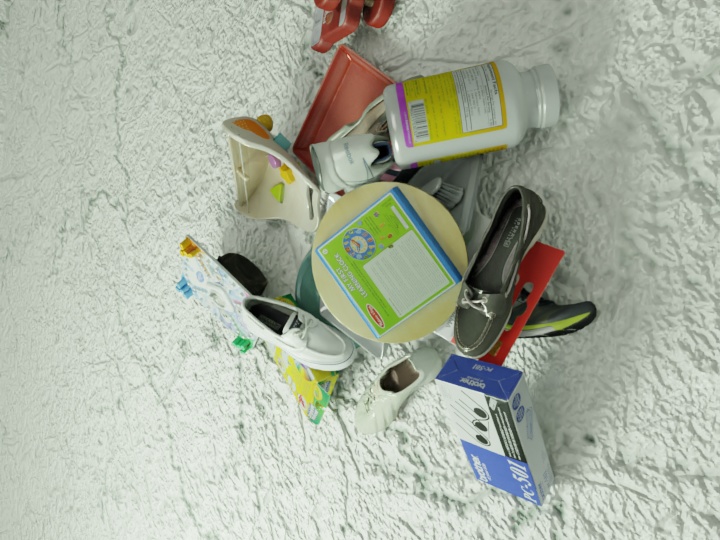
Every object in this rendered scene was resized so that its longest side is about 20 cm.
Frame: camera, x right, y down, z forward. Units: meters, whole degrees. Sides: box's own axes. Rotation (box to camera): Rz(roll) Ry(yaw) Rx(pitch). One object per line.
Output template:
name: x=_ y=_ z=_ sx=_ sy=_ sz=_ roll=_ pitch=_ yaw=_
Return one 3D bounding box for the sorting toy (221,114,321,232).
sorting toy: x=-0.136 y=-0.154 z=0.974 sx=0.180 sy=0.107 sz=0.201 roll=40 pitch=151 yaw=20

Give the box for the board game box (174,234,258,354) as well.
board game box: x=-0.262 y=0.053 z=1.038 sx=0.200 sy=0.026 sz=0.200 roll=43 pitch=148 yaw=4

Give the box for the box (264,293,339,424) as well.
box: x=-0.100 y=0.152 z=0.959 sx=0.201 sy=0.048 sz=0.118 roll=57 pitch=147 yaw=28

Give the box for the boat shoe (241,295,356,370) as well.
boat shoe: x=-0.102 y=0.096 z=0.883 sx=0.198 sy=0.066 sz=0.074 roll=17 pitch=62 yaw=13

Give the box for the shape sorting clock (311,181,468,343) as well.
shape sorting clock: x=0.034 y=-0.008 z=0.700 sx=0.198 sy=0.039 sz=0.202 roll=2 pitch=99 yaw=13

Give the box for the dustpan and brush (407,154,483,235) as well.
dustpan and brush: x=0.074 y=-0.090 z=0.771 sx=0.200 sy=0.057 sz=0.141 roll=-27 pitch=43 yaw=57

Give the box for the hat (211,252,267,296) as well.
hat: x=-0.232 y=0.024 z=1.072 sx=0.200 sy=0.081 sz=0.202 roll=30 pitch=144 yaw=25

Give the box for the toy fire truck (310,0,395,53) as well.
toy fire truck: x=-0.028 y=-0.461 z=0.887 sx=0.168 sy=0.111 sz=0.202 roll=12 pitch=96 yaw=60

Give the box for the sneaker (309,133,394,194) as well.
sneaker: x=0.007 y=-0.135 z=0.721 sx=0.086 sy=0.200 sz=0.075 roll=-16 pitch=96 yaw=17

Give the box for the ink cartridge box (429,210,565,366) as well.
ink cartridge box: x=0.134 y=0.011 z=0.704 sx=0.162 sy=0.050 sz=0.200 roll=-62 pitch=28 yaw=4

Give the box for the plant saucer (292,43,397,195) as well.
plant saucer: x=-0.009 y=-0.227 z=0.907 sx=0.200 sy=0.037 sz=0.201 roll=46 pitch=119 yaw=32

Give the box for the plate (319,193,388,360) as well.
plate: x=0.000 y=0.000 z=0.819 sx=0.199 sy=0.032 sz=0.202 roll=29 pitch=118 yaw=58

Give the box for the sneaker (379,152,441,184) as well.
sneaker: x=0.063 y=-0.150 z=0.836 sx=0.200 sy=0.070 sz=0.082 roll=-48 pitch=31 yaw=37

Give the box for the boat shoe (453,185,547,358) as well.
boat shoe: x=0.147 y=-0.002 z=0.636 sx=0.067 sy=0.057 sz=0.201 roll=21 pitch=84 yaw=44

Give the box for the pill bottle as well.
pill bottle: x=0.132 y=-0.192 z=0.688 sx=0.198 sy=0.104 sz=0.105 roll=-10 pitch=82 yaw=6

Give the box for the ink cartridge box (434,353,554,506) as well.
ink cartridge box: x=0.163 y=0.191 z=0.670 sx=0.093 sy=0.044 sz=0.201 roll=9 pitch=136 yaw=42

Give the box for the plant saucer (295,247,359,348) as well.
plant saucer: x=-0.050 y=0.038 z=0.945 sx=0.199 sy=0.036 sz=0.202 roll=-1 pitch=89 yaw=42

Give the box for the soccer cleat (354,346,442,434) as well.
soccer cleat: x=0.040 y=0.178 z=0.834 sx=0.200 sy=0.077 sz=0.070 roll=-50 pitch=59 yaw=31

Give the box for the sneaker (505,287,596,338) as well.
sneaker: x=0.191 y=0.043 z=0.705 sx=0.199 sy=0.074 sz=0.082 roll=-5 pitch=84 yaw=40

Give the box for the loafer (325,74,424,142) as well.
loafer: x=0.029 y=-0.203 z=0.812 sx=0.199 sy=0.072 sz=0.063 roll=-25 pitch=90 yaw=46
